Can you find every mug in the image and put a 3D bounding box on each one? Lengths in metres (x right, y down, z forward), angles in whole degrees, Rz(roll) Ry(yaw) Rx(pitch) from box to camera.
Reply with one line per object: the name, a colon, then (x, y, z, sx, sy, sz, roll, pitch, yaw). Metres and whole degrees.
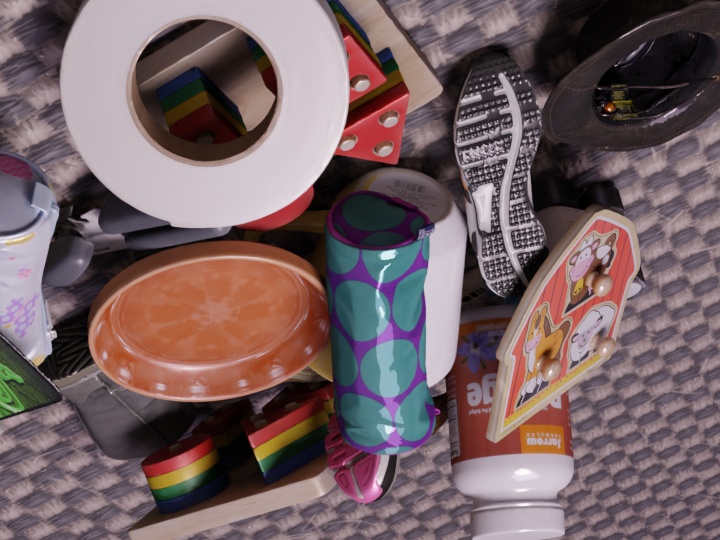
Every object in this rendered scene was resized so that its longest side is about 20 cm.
mug: (0.009, 0.004, 1.547, 0.185, 0.149, 0.154, -16, 136, -33)

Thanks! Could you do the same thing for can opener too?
can opener: (-0.177, -0.022, 1.405, 0.199, 0.067, 0.053, -8, 147, 46)

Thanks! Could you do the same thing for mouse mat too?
mouse mat: (-0.332, 0.048, 1.385, 0.160, 0.008, 0.200, -18, 126, 42)

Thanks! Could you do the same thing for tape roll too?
tape roll: (-0.106, -0.127, 1.267, 0.201, 0.037, 0.205, -1, 114, -2)

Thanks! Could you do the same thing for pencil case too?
pencil case: (-0.270, 0.001, 1.368, 0.090, 0.084, 0.201, 20, 143, 5)
pencil case: (0.019, 0.042, 1.459, 0.092, 0.085, 0.202, -24, 126, -34)

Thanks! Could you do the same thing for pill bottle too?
pill bottle: (0.134, 0.139, 1.664, 0.111, 0.202, 0.112, -4, 166, -1)

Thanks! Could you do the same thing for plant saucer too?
plant saucer: (-0.119, 0.038, 1.482, 0.198, 0.033, 0.201, -7, 145, -5)

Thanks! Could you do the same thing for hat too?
hat: (0.227, -0.177, 1.476, 0.199, 0.082, 0.201, -11, 154, -6)

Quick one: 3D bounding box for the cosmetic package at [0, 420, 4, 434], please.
cosmetic package: (-0.391, 0.148, 1.565, 0.104, 0.072, 0.200, 3, 149, -36)

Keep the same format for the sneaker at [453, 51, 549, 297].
sneaker: (0.107, -0.081, 1.510, 0.073, 0.080, 0.202, -8, 111, -8)

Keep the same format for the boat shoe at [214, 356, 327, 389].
boat shoe: (-0.062, 0.059, 1.643, 0.200, 0.071, 0.065, -14, 127, -60)

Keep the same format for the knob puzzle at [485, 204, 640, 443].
knob puzzle: (0.185, 0.035, 1.557, 0.219, 0.030, 0.221, -37, 145, -32)

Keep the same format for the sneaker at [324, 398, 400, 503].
sneaker: (0.022, 0.126, 1.606, 0.074, 0.201, 0.087, -36, 124, 27)

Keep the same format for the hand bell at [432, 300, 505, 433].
hand bell: (0.096, 0.115, 1.753, 0.199, 0.104, 0.104, -29, 158, -37)

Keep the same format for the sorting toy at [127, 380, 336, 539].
sorting toy: (-0.095, 0.161, 1.669, 0.199, 0.070, 0.199, -19, -172, 24)

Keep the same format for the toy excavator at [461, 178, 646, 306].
toy excavator: (0.130, 0.005, 1.694, 0.193, 0.101, 0.200, 8, 148, -40)

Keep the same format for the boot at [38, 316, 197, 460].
boot: (-0.184, 0.097, 1.646, 0.180, 0.073, 0.200, -18, 145, 9)

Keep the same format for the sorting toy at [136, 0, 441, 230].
sorting toy: (-0.051, -0.117, 1.381, 0.199, 0.070, 0.199, -29, 149, 11)
